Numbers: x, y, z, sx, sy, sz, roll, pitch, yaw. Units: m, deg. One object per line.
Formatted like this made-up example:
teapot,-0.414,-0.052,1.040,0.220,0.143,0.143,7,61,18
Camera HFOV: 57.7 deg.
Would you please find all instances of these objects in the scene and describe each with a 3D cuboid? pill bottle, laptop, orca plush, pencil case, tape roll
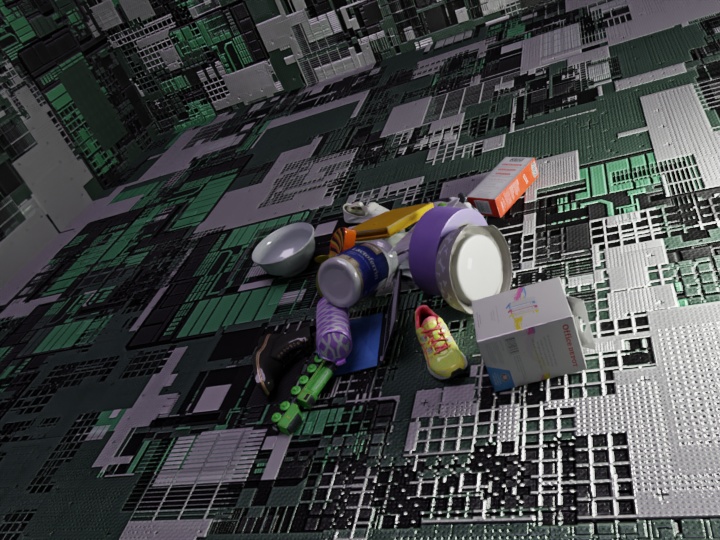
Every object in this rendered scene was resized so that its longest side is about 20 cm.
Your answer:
pill bottle,0.000,0.000,1.519,0.114,0.118,0.199,-2,17,35
laptop,0.013,0.117,1.457,0.114,0.202,0.188,13,35,-2
orca plush,0.259,-0.148,1.756,0.199,0.070,0.107,1,83,51
pencil case,-0.058,0.129,1.468,0.083,0.086,0.201,-25,23,9
tape roll,0.203,-0.041,1.465,0.084,0.202,0.200,10,44,46

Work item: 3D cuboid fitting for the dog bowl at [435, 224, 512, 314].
dog bowl,0.238,-0.003,1.389,0.058,0.202,0.200,-3,35,51

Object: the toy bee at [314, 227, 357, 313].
toy bee,-0.064,-0.003,1.619,0.108,0.130,0.203,-8,56,48

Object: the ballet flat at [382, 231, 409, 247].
ballet flat,0.153,-0.075,1.686,0.197,0.070,0.070,-14,31,12

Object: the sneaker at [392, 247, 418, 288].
sneaker,0.165,-0.020,1.592,0.197,0.076,0.116,-16,31,27

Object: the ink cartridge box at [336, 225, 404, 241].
ink cartridge box,0.030,-0.079,1.824,0.197,0.051,0.162,-12,31,5

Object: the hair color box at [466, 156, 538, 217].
hair color box,0.384,-0.227,1.757,0.101,0.062,0.200,12,48,47

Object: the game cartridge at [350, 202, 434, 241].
game cartridge,0.075,-0.127,1.741,0.175,0.033,0.199,-5,18,47

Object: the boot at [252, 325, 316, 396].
boot,-0.170,0.196,1.513,0.136,0.078,0.201,-16,32,6

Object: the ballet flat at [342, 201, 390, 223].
ballet flat,0.019,-0.172,1.946,0.198,0.070,0.070,6,42,42

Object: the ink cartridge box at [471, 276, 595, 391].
ink cartridge box,0.320,0.115,1.207,0.197,0.130,0.126,-16,31,14

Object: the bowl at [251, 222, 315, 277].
bowl,-0.208,-0.046,1.896,0.198,0.091,0.202,-20,31,12

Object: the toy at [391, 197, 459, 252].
toy,0.168,-0.097,1.579,0.114,0.047,0.200,-22,21,42

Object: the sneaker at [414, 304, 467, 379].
sneaker,0.152,0.142,1.330,0.077,0.091,0.200,-25,31,-4

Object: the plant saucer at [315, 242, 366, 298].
plant saucer,-0.029,-0.002,1.695,0.197,0.031,0.202,-12,48,13

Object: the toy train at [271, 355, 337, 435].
toy train,-0.115,0.261,1.386,0.056,0.042,0.201,14,53,35
